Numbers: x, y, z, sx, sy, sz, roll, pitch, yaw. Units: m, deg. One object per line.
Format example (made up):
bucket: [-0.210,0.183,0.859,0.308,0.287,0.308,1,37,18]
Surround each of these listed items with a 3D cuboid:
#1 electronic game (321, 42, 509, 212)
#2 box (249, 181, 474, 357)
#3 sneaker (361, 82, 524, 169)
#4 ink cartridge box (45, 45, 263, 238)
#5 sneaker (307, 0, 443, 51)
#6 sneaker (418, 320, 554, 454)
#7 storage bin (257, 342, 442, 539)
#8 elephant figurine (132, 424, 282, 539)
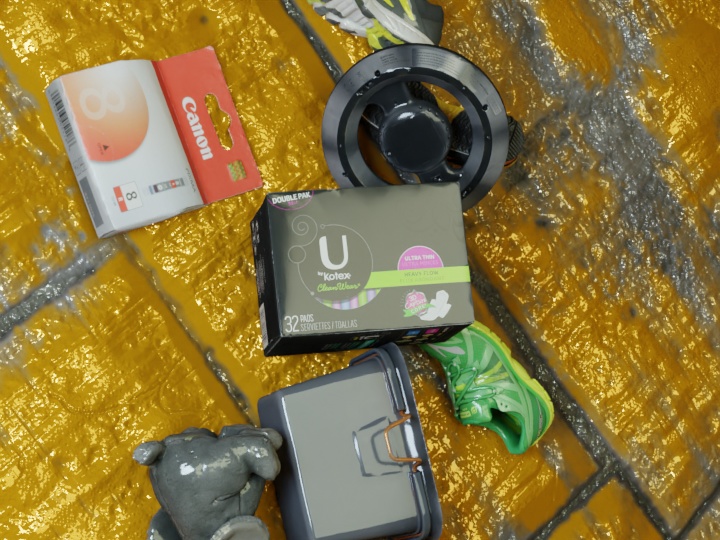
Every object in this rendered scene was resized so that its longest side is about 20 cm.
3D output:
electronic game: [0.057,-0.142,1.884,0.200,0.200,0.042,42,21,-14]
box: [0.000,0.000,1.806,0.198,0.124,0.150,-4,79,-12]
sneaker: [0.078,-0.153,1.959,0.199,0.090,0.070,20,75,3]
ink cartridge box: [-0.197,-0.135,1.798,0.199,0.050,0.163,-20,88,-30]
sneaker: [0.012,-0.300,1.960,0.200,0.074,0.085,40,55,-26]
sneaker: [0.126,0.119,1.909,0.200,0.074,0.084,42,57,-15]
storage bin: [-0.014,0.186,1.780,0.133,0.145,0.202,-12,83,-22]
elephant figurine: [-0.131,0.253,1.700,0.154,0.142,0.202,-1,93,-2]
